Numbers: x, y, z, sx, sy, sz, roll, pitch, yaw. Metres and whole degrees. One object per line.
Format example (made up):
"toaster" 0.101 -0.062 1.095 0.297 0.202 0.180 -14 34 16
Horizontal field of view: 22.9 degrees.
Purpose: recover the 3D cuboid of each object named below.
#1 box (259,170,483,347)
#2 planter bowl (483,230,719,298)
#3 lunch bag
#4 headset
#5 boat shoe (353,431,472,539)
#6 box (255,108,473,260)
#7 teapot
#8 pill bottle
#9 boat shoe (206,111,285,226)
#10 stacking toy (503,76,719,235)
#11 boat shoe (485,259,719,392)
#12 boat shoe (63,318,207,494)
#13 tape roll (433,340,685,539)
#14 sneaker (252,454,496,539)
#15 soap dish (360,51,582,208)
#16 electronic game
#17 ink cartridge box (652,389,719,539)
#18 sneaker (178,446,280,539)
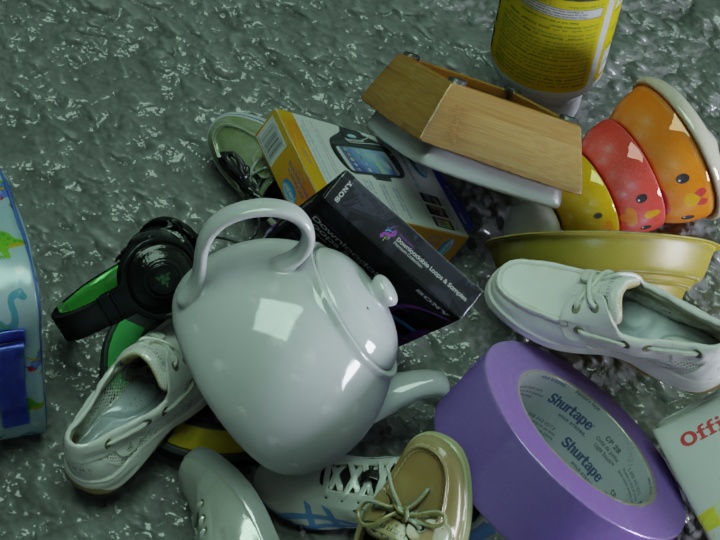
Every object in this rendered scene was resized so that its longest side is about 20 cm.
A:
"box" 0.000 0.000 1.422 0.143 0.200 0.036 41 67 -7
"planter bowl" 0.204 0.019 1.506 0.200 0.200 0.084 3 84 -5
"lunch bag" -0.292 0.032 1.382 0.082 0.200 0.161 -12 52 -16
"headset" -0.166 -0.015 1.438 0.200 0.094 0.124 -27 13 7
"boat shoe" 0.025 0.213 1.280 0.073 0.063 0.200 16 91 31
"box" 0.010 -0.071 1.573 0.200 0.041 0.119 14 38 -41
"teapot" -0.040 0.046 1.345 0.146 0.200 0.198 -32 84 13
"pill bottle" 0.184 -0.235 1.676 0.112 0.200 0.113 4 48 -5
"boat shoe" -0.071 -0.077 1.581 0.200 0.072 0.062 42 14 24
"stacking toy" 0.220 -0.071 1.614 0.200 0.146 0.146 -30 56 -6
"boat shoe" 0.195 0.028 1.374 0.200 0.069 0.071 18 59 11
"boat shoe" -0.161 0.085 1.395 0.071 0.069 0.200 24 57 20
"tape roll" 0.153 0.148 1.360 0.200 0.066 0.200 33 25 -17
"sneaker" 0.015 0.170 1.388 0.200 0.073 0.072 8 50 2
"soap dish" 0.100 -0.128 1.576 0.157 0.081 0.200 17 11 -19
"electronic game" -0.116 0.079 1.470 0.200 0.042 0.200 3 49 -4
"ink cartridge box" 0.336 0.183 1.364 0.145 0.083 0.200 -27 60 6
"sneaker" -0.104 0.219 1.327 0.085 0.073 0.200 -18 55 -24
